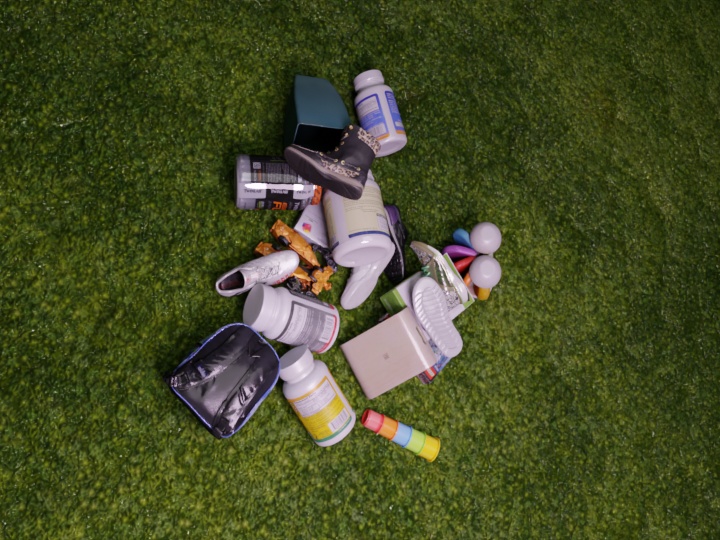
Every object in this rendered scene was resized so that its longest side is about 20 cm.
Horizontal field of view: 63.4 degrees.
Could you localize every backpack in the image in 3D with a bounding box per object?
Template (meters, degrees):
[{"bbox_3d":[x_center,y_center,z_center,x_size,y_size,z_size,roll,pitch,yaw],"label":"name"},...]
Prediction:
[{"bbox_3d":[-0.277,0.217,1.207,0.183,0.147,0.200,46,67,-6],"label":"backpack"}]

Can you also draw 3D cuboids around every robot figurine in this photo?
[{"bbox_3d":[-0.148,-0.018,1.380,0.199,0.058,0.146,40,64,-10],"label":"robot figurine"}]

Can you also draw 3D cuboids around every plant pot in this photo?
[{"bbox_3d":[-0.115,-0.373,1.433,0.137,0.142,0.204,2,56,-22],"label":"plant pot"}]

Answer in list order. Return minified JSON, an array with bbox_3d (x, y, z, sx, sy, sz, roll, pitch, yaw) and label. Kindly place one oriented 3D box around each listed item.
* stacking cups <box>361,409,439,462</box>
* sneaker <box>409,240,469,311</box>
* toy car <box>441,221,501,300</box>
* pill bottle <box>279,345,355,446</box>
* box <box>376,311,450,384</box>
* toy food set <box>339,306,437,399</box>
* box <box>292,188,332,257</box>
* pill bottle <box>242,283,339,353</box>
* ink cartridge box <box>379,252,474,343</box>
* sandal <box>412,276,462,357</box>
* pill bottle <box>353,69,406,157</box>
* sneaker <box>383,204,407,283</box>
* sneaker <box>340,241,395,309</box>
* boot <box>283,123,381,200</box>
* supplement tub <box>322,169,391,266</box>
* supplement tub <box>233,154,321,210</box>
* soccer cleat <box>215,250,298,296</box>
[{"bbox_3d":[0.092,0.393,1.390,0.196,0.060,0.062,26,67,-13],"label":"stacking cups"},{"bbox_3d":[0.174,0.018,1.393,0.088,0.077,0.201,-40,89,-12],"label":"sneaker"},{"bbox_3d":[0.286,-0.026,1.535,0.145,0.175,0.206,4,74,3],"label":"toy car"},{"bbox_3d":[-0.102,0.270,1.272,0.112,0.112,0.203,-39,109,-28],"label":"pill bottle"},{"bbox_3d":[0.148,0.164,1.481,0.136,0.040,0.202,-41,95,-29],"label":"box"},{"bbox_3d":[0.063,0.195,1.376,0.197,0.060,0.146,-30,89,10],"label":"toy food set"},{"bbox_3d":[-0.064,-0.141,1.461,0.154,0.041,0.203,31,65,-14],"label":"box"},{"bbox_3d":[-0.153,0.105,1.290,0.197,0.113,0.117,22,67,-34],"label":"pill bottle"},{"bbox_3d":[0.170,0.073,1.451,0.198,0.076,0.150,-32,90,-30],"label":"ink cartridge box"},{"bbox_3d":[0.172,0.112,1.373,0.081,0.050,0.207,-27,101,-12],"label":"sandal"},{"bbox_3d":[0.046,-0.417,1.544,0.109,0.112,0.205,-12,81,-27],"label":"pill bottle"},{"bbox_3d":[0.097,-0.072,1.502,0.086,0.075,0.206,-12,88,-40],"label":"sneaker"},{"bbox_3d":[0.000,0.000,1.446,0.087,0.075,0.202,31,79,27],"label":"sneaker"},{"bbox_3d":[-0.058,-0.262,1.308,0.196,0.074,0.153,26,64,5],"label":"boot"},{"bbox_3d":[-0.012,-0.127,1.371,0.141,0.145,0.205,-2,69,-25],"label":"supplement tub"},{"bbox_3d":[-0.193,-0.204,1.358,0.194,0.123,0.126,0,76,-16],"label":"supplement tub"},{"bbox_3d":[-0.228,0.008,1.285,0.195,0.085,0.070,-19,91,-2],"label":"soccer cleat"}]
